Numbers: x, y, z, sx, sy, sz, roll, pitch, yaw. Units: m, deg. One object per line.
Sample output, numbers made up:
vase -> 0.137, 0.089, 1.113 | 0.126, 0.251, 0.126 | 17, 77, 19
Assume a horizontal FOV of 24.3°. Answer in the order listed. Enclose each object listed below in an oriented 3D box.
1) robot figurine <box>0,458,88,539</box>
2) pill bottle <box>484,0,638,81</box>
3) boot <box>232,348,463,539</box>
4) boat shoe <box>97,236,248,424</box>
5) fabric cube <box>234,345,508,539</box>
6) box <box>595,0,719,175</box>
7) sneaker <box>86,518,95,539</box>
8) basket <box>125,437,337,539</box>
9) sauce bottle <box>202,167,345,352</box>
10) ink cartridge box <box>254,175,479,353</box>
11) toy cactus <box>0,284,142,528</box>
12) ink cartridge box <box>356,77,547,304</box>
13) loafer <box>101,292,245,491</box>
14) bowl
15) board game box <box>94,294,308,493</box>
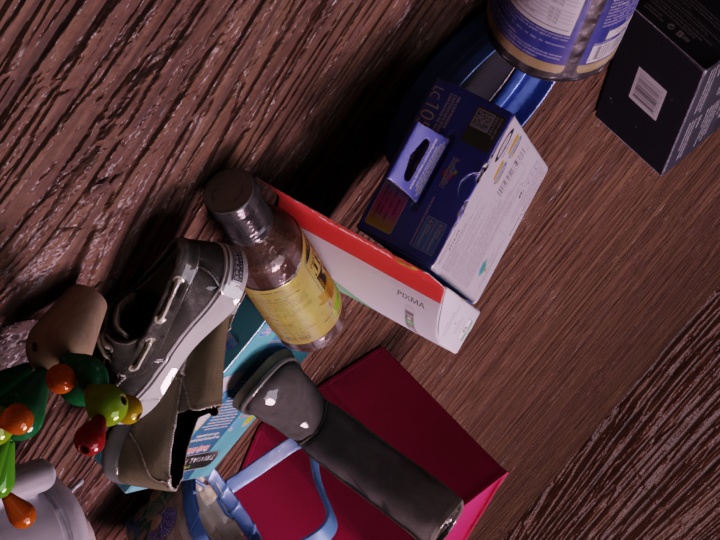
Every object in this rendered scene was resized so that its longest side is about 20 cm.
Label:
robot figurine -> -0.281, 0.210, 1.237 | 0.200, 0.113, 0.170 | -17, 145, -56
pill bottle -> 0.168, -0.244, 1.256 | 0.112, 0.112, 0.200 | -35, 159, -30
boot -> -0.007, 0.160, 1.444 | 0.073, 0.200, 0.182 | -47, 163, 4
boat shoe -> -0.160, 0.041, 1.237 | 0.063, 0.071, 0.200 | 15, 133, -32
fabric cube -> 0.002, 0.242, 1.796 | 0.200, 0.199, 0.197 | -31, 156, -37
box -> 0.352, -0.228, 1.711 | 0.182, 0.104, 0.200 | -37, 161, -21
sneaker -> -0.267, 0.307, 1.439 | 0.080, 0.071, 0.201 | -28, 119, -52
basket -> -0.118, 0.246, 1.561 | 0.199, 0.139, 0.176 | -29, -157, 2
sauce bottle -> -0.066, -0.007, 1.277 | 0.065, 0.065, 0.200 | -43, 148, -9
ink cartridge box -> 0.000, 0.000, 1.328 | 0.050, 0.160, 0.200 | -61, 162, 0
toy cactus -> -0.209, 0.084, 1.118 | 0.200, 0.102, 0.165 | -24, -148, 45
ink cartridge box -> 0.074, -0.063, 1.324 | 0.137, 0.076, 0.200 | -62, 163, -2
loafer -> -0.131, 0.085, 1.318 | 0.201, 0.069, 0.075 | -65, 161, 1
bowl -> 0.100, -0.150, 1.424 | 0.200, 0.039, 0.201 | -40, 162, -16
board game box -> -0.123, 0.099, 1.455 | 0.200, 0.047, 0.151 | -50, 162, 14
